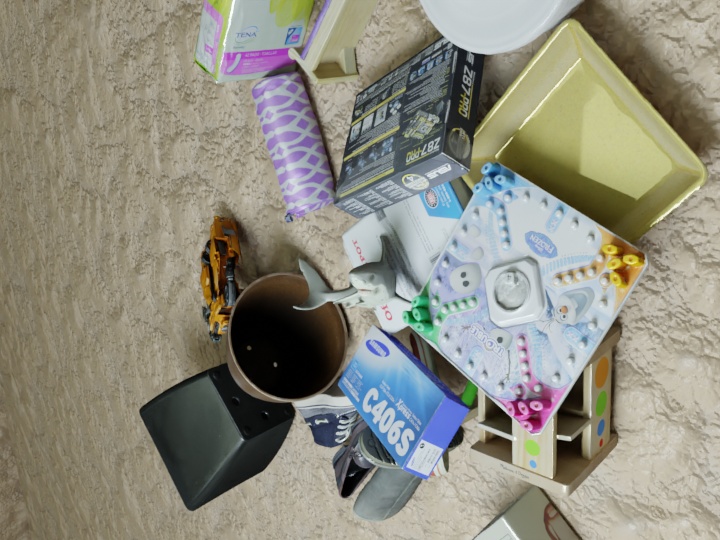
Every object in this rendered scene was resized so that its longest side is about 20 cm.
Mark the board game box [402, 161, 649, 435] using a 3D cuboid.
[{"bbox_3d":[0.151,0.021,0.701,0.199,0.026,0.204,40,108,36],"label":"board game box"}]

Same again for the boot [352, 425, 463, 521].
[{"bbox_3d":[0.035,0.280,0.967,0.201,0.178,0.074,-51,45,39],"label":"boot"}]

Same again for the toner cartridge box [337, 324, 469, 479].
[{"bbox_3d":[0.045,0.151,0.845,0.096,0.043,0.200,-58,30,4],"label":"toner cartridge box"}]

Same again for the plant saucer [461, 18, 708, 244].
[{"bbox_3d":[0.217,-0.109,0.712,0.202,0.048,0.201,54,132,14],"label":"plant saucer"}]

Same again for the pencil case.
[{"bbox_3d":[-0.095,-0.178,1.001,0.085,0.082,0.206,174,80,-70],"label":"pencil case"}]

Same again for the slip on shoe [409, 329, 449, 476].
[{"bbox_3d":[0.074,0.163,0.891,0.059,0.205,0.075,-12,142,14],"label":"slip on shoe"}]

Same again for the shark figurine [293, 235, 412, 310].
[{"bbox_3d":[0.004,0.004,0.858,0.213,0.125,0.093,165,111,-64],"label":"shark figurine"}]

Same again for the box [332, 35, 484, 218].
[{"bbox_3d":[0.052,-0.164,0.801,0.198,0.048,0.166,-19,53,51],"label":"box"}]

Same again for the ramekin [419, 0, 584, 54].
[{"bbox_3d":[0.148,-0.323,0.681,0.199,0.093,0.209,20,118,40],"label":"ramekin"}]

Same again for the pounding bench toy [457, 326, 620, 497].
[{"bbox_3d":[0.175,0.123,0.791,0.197,0.122,0.161,11,112,43],"label":"pounding bench toy"}]

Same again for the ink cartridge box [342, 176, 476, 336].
[{"bbox_3d":[0.085,-0.030,0.860,0.199,0.083,0.148,-34,80,46],"label":"ink cartridge box"}]

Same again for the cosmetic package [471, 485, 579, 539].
[{"bbox_3d":[0.233,0.385,0.853,0.202,0.086,0.104,52,135,18],"label":"cosmetic package"}]

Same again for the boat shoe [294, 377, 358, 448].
[{"bbox_3d":[-0.024,0.221,1.083,0.198,0.074,0.095,-16,100,54],"label":"boat shoe"}]

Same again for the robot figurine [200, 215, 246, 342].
[{"bbox_3d":[-0.228,0.016,1.167,0.146,0.057,0.204,-59,37,42],"label":"robot figurine"}]

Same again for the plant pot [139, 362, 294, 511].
[{"bbox_3d":[-0.234,0.258,1.231,0.177,0.197,0.203,-43,73,32],"label":"plant pot"}]

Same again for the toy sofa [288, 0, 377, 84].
[{"bbox_3d":[-0.019,-0.339,0.857,0.098,0.082,0.201,51,134,17],"label":"toy sofa"}]

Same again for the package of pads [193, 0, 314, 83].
[{"bbox_3d":[-0.134,-0.353,0.918,0.068,0.152,0.203,42,130,25],"label":"package of pads"}]

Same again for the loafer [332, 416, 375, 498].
[{"bbox_3d":[0.009,0.280,1.051,0.202,0.070,0.064,120,157,-46],"label":"loafer"}]

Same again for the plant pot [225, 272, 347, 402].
[{"bbox_3d":[-0.137,0.128,1.100,0.191,0.184,0.200,62,151,8],"label":"plant pot"}]
